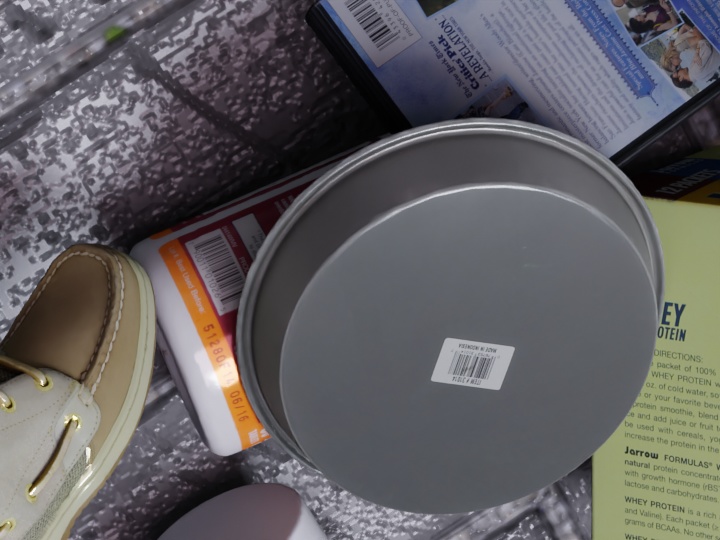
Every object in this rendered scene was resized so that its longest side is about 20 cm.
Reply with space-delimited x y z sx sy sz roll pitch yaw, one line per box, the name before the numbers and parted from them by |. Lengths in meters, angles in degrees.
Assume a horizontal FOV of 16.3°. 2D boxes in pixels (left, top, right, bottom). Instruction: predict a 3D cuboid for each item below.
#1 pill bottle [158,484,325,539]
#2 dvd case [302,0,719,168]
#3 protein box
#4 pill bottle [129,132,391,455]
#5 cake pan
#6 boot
pill bottle | -0.023 0.210 1.238 0.119 0.120 0.201 -31 115 -5
dvd case | 0.093 -0.115 1.163 0.200 0.018 0.143 -35 85 -18
protein box | 0.225 0.056 1.190 0.135 0.198 0.201 -21 114 -54
pill bottle | 0.000 0.000 1.185 0.199 0.110 0.110 -23 114 -7
cake pan | 0.045 0.029 1.116 0.199 0.037 0.201 -7 123 -10
boot | -0.174 0.054 1.056 0.155 0.072 0.201 42 66 -47
